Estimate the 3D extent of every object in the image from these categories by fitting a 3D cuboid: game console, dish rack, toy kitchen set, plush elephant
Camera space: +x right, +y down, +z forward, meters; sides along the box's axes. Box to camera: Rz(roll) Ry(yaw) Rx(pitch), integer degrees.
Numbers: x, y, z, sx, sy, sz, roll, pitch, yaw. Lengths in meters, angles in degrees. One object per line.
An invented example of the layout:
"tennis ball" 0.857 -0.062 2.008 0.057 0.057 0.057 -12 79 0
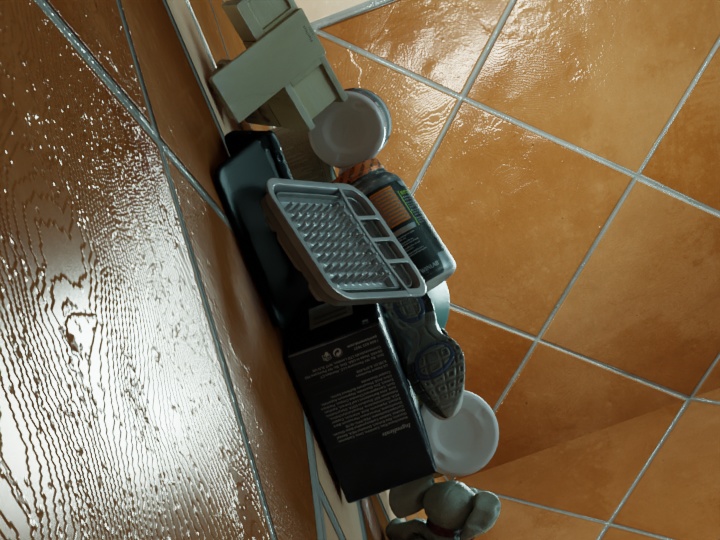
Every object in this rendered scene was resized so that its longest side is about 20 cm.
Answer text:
"game console" -0.125 -0.052 1.277 0.176 0.116 0.200 12 -53 57
"dish rack" -0.024 -0.026 1.238 0.200 0.044 0.172 0 53 -57
"toy kitchen set" -0.163 -0.276 1.498 0.180 0.163 0.200 16 -37 53
"plush elephant" 0.116 0.353 1.497 0.164 0.155 0.200 27 0 25

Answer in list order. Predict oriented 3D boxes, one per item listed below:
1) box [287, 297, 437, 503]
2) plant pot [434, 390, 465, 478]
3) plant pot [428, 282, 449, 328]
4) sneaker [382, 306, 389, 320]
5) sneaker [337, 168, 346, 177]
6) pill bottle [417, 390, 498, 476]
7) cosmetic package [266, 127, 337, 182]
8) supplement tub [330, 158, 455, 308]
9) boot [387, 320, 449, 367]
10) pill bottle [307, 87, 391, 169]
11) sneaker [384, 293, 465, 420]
"box" -0.002 0.136 1.310 0.197 0.117 0.200 -102 171 -74
"plant pot" 0.090 0.214 1.796 0.187 0.186 0.200 -107 176 -46
"plant pot" 0.035 0.059 1.848 0.201 0.200 0.161 70 18 6
"sneaker" 0.011 0.154 1.675 0.140 0.078 0.201 134 -39 -71
"sneaker" 0.020 -0.080 1.710 0.105 0.075 0.201 -141 -152 -80
"pill bottle" 0.120 0.221 1.505 0.200 0.114 0.115 120 -50 -83
"cosmetic package" -0.092 -0.151 1.707 0.200 0.103 0.073 -105 174 -47
"supplement tub" 0.038 -0.053 1.564 0.200 0.122 0.123 59 1 9
"boot" 0.024 0.078 1.512 0.200 0.073 0.182 12 -42 40
"pill bottle" -0.012 -0.220 1.655 0.200 0.114 0.114 -64 134 -77
"sneaker" 0.089 0.112 1.368 0.200 0.074 0.087 -106 -179 -47
